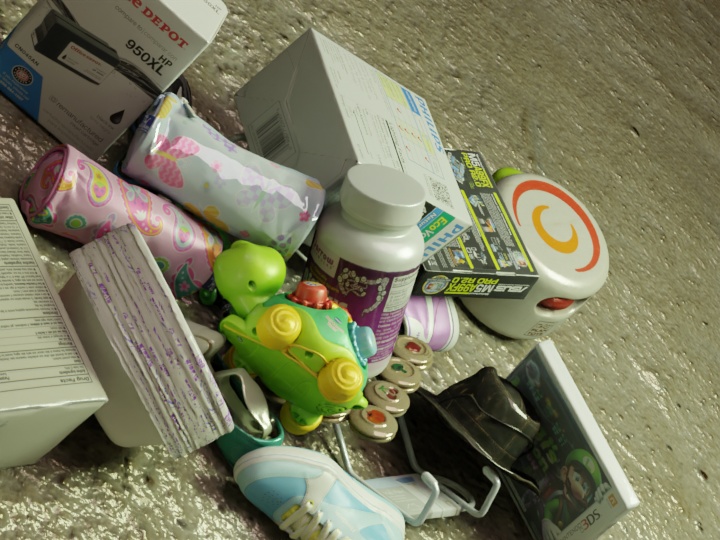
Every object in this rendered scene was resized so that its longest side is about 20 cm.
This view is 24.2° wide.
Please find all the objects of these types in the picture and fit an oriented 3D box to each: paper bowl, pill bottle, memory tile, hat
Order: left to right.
[{"bbox_3d":[-0.195,0.070,1.437,0.201,0.104,0.201,60,-9,15],"label":"paper bowl"},{"bbox_3d":[-0.013,0.099,1.725,0.153,0.017,0.200,22,30,6],"label":"memory tile"},{"bbox_3d":[0.000,0.000,1.676,0.112,0.201,0.112,13,28,-7],"label":"pill bottle"},{"bbox_3d":[0.136,0.149,1.790,0.200,0.081,0.201,38,1,-1],"label":"hat"}]

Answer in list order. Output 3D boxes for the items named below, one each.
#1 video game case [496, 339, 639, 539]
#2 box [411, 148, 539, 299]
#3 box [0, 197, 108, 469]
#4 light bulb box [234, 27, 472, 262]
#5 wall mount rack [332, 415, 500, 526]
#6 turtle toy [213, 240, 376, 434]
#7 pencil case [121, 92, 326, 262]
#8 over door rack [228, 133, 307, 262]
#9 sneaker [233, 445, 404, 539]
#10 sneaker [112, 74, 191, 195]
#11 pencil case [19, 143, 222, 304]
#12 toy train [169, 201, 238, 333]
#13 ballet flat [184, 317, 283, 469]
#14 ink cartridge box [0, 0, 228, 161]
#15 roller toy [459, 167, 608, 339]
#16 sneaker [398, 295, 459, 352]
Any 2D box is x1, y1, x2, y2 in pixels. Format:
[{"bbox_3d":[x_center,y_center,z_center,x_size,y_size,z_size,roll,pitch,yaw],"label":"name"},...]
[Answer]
[{"bbox_3d":[0.205,0.203,1.818,0.023,0.182,0.201,-14,66,-31],"label":"video game case"},{"bbox_3d":[0.099,-0.058,1.935,0.159,0.044,0.201,3,49,-32],"label":"box"},{"bbox_3d":[-0.314,0.051,1.343,0.128,0.109,0.201,-1,58,-54],"label":"box"},{"bbox_3d":[-0.008,-0.119,1.802,0.200,0.125,0.199,27,36,-45],"label":"light bulb box"},{"bbox_3d":[0.043,0.191,1.716,0.173,0.075,0.199,35,18,33],"label":"wall mount rack"},{"bbox_3d":[-0.065,0.058,1.583,0.200,0.146,0.101,42,59,-3],"label":"turtle toy"},{"bbox_3d":[-0.133,-0.089,1.629,0.199,0.083,0.091,31,69,-13],"label":"pencil case"},{"bbox_3d":[-0.071,-0.045,1.824,0.200,0.066,0.148,30,35,-41],"label":"over door rack"},{"bbox_3d":[-0.032,0.249,1.540,0.199,0.079,0.131,31,35,-29],"label":"sneaker"},{"bbox_3d":[-0.201,-0.145,1.738,0.071,0.083,0.200,38,32,-21],"label":"sneaker"},{"bbox_3d":[-0.225,-0.042,1.596,0.200,0.087,0.088,31,35,-32],"label":"pencil case"},{"bbox_3d":[-0.138,0.006,1.684,0.042,0.056,0.201,-5,61,-55],"label":"toy train"},{"bbox_3d":[-0.138,0.097,1.569,0.200,0.070,0.067,52,30,2],"label":"ballet flat"},{"bbox_3d":[-0.250,-0.225,1.642,0.144,0.200,0.084,41,30,-16],"label":"ink cartridge box"},{"bbox_3d":[0.202,-0.012,2.081,0.182,0.140,0.200,38,39,-8],"label":"roller toy"},{"bbox_3d":[0.038,-0.003,1.920,0.114,0.073,0.201,7,51,-46],"label":"sneaker"}]
